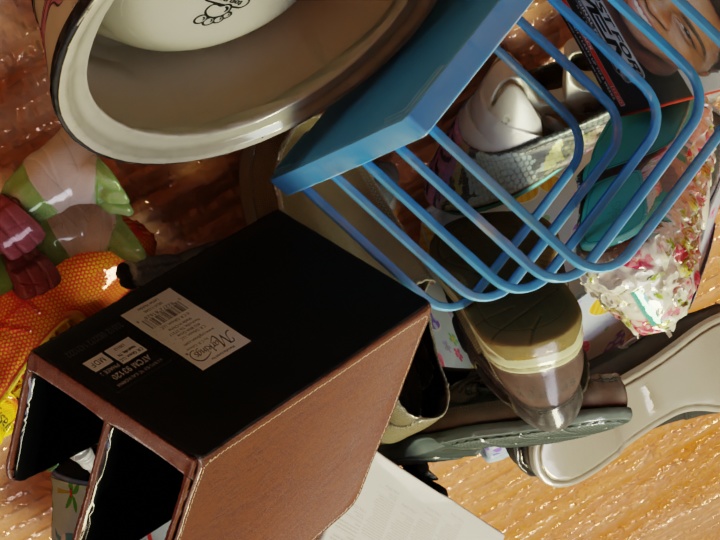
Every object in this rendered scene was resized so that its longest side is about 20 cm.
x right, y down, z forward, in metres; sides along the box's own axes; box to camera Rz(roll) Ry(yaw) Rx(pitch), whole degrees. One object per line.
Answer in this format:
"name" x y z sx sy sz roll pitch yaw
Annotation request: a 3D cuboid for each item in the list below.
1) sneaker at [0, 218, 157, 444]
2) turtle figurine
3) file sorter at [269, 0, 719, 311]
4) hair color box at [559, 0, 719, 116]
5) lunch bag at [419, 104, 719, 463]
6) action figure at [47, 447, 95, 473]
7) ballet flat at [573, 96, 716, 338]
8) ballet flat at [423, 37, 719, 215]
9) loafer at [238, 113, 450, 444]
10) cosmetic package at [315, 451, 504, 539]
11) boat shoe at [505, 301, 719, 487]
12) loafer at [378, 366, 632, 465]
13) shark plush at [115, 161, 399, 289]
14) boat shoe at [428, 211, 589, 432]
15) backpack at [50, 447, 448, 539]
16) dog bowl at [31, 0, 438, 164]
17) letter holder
"sneaker" -0.182 0.048 1.376 0.200 0.077 0.073 -38 152 4
"turtle figurine" -0.180 0.036 1.215 0.194 0.200 0.144 -35 129 -11
"file sorter" 0.071 -0.069 1.241 0.139 0.123 0.200 -52 -169 -16
"hair color box" 0.156 -0.138 1.265 0.061 0.102 0.200 -32 -175 -14
"lunch bag" 0.137 -0.001 1.568 0.200 0.127 0.170 -31 156 -22
"action figure" -0.135 0.071 1.417 0.118 0.055 0.200 -49 174 -2
"ballet flat" 0.145 -0.030 1.320 0.075 0.064 0.200 -20 -157 26
"ballet flat" 0.115 -0.097 1.430 0.199 0.069 0.071 -23 141 14
"loafer" 0.000 0.000 1.382 0.067 0.201 0.076 1 -149 45
"cosmetic package" 0.009 0.152 1.466 0.200 0.050 0.083 39 71 -58
"boat shoe" 0.169 0.059 1.522 0.199 0.057 0.067 -24 118 -18
"loafer" 0.066 0.068 1.451 0.072 0.063 0.200 2 169 -39
"shark plush" -0.061 -0.016 1.412 0.199 0.091 0.084 -1 122 -39
"boat shoe" 0.079 0.025 1.383 0.071 0.201 0.066 -9 110 -3
"backpack" -0.081 0.177 1.577 0.199 0.148 0.183 4 180 -41
"dog bowl" -0.059 -0.139 1.181 0.199 0.074 0.200 -24 154 -13
"letter holder" -0.074 0.082 1.280 0.200 0.100 0.143 -32 147 -51
